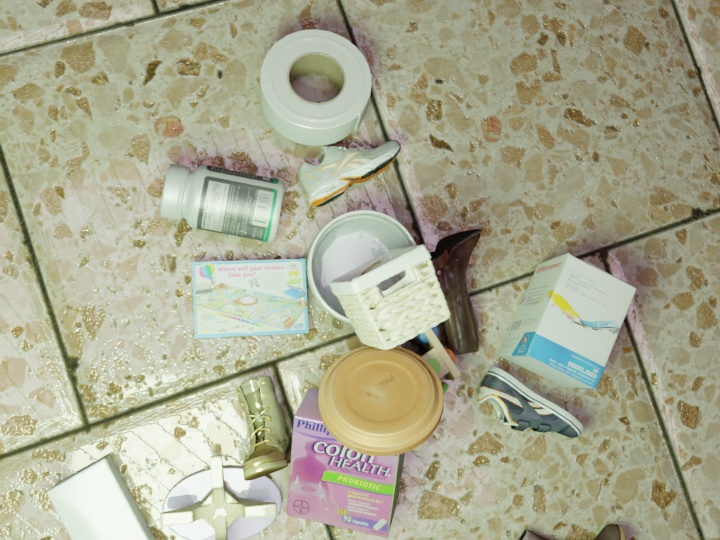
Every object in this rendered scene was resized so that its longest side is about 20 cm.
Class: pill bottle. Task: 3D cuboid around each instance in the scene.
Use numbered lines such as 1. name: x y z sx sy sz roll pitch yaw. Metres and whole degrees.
1. pill bottle: -0.238 -0.120 1.457 0.200 0.113 0.113 11 82 -8

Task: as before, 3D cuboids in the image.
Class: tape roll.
1. tape roll: -0.081 -0.329 1.512 0.202 0.071 0.203 2 72 -8

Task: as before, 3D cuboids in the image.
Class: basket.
1. basket: 0.047 0.043 1.341 0.135 0.200 0.123 -27 95 -11

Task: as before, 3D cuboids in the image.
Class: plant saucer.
1. plant saucer: 0.033 0.197 1.325 0.200 0.032 0.200 0 49 0

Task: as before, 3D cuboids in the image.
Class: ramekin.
1. ramekin: 0.000 0.000 1.488 0.200 0.105 0.200 1 83 -9

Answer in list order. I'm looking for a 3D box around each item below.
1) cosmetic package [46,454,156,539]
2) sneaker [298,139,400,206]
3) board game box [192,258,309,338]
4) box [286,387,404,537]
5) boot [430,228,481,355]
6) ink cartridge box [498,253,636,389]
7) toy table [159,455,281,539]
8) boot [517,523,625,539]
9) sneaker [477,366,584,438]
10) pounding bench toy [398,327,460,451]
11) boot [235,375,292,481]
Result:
1. cosmetic package: -0.416 0.418 1.379 0.108 0.085 0.200 -27 88 -12
2. sneaker: -0.022 -0.201 1.525 0.200 0.076 0.092 -30 85 -13
3. board game box: -0.194 0.050 1.484 0.200 0.034 0.135 -2 84 -10
4. box: -0.020 0.316 1.386 0.176 0.097 0.200 10 112 9
5. boot: 0.190 0.040 1.535 0.186 0.064 0.200 -35 110 -43
6. ink cartridge box: 0.373 0.094 1.518 0.145 0.147 0.200 26 80 -6
7. toy table: -0.231 0.396 1.397 0.200 0.117 0.184 -15 86 -10
8. boot: 0.367 0.510 1.506 0.166 0.072 0.200 35 83 -6
9. sneaker: 0.303 0.261 1.524 0.200 0.078 0.079 32 74 6
10. pounding bench toy: 0.100 0.197 1.471 0.156 0.124 0.200 -33 90 -12
11. boot: -0.166 0.256 1.386 0.073 0.200 0.156 -18 85 9
